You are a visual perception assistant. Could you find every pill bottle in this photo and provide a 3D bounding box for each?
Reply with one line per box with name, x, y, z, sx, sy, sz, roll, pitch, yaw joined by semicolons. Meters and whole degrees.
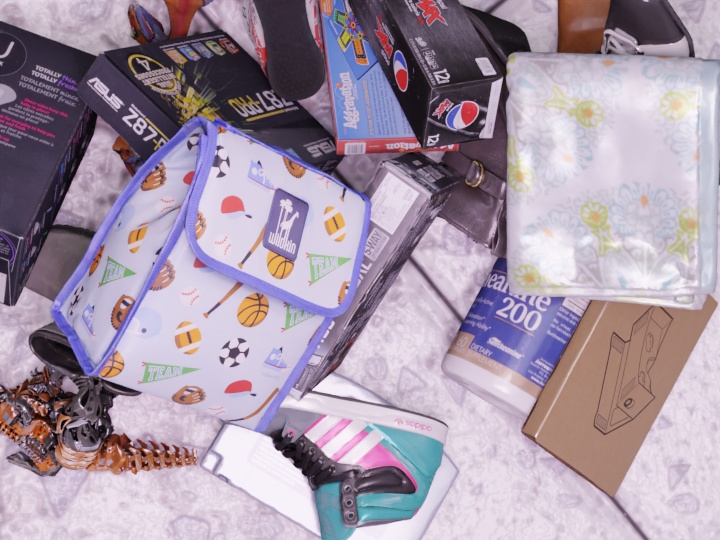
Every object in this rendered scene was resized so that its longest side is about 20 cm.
pill bottle;0.161;0.025;1.401;0.111;0.111;0.201;29;83;-2

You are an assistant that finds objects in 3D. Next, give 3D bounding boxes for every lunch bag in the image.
lunch bag;-0.101;0.000;1.202;0.170;0.124;0.201;25;103;-39

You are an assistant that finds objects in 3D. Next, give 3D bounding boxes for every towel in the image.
towel;0.199;-0.071;1.290;0.170;0.048;0.201;3;106;15

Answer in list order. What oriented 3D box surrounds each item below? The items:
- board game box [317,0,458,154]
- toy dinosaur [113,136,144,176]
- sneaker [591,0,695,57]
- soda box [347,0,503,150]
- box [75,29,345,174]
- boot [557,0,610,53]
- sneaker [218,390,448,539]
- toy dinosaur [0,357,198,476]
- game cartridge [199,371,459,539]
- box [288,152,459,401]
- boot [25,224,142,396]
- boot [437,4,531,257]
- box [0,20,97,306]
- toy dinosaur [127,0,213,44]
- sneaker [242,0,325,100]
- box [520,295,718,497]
board game box;0.021;-0.176;1.394;0.102;0.020;0.201;-1;49;-6
toy dinosaur;-0.153;-0.030;1.387;0.181;0.105;0.201;31;94;17
sneaker;0.219;-0.153;1.323;0.088;0.200;0.074;-37;52;-11
soda box;0.050;-0.193;1.349;0.063;0.071;0.201;-10;49;-15
box;-0.118;-0.122;1.339;0.161;0.200;0.049;46;116;9
boot;0.257;-0.178;1.465;0.187;0.069;0.201;9;77;3
sneaker;-0.032;0.169;1.356;0.199;0.084;0.121;11;75;-5
toy dinosaur;-0.237;0.120;1.379;0.199;0.102;0.136;13;109;-17
game cartridge;-0.022;0.164;1.412;0.199;0.040;0.134;32;87;-2
box;0.000;0.000;1.336;0.050;0.158;0.201;34;103;5
boot;-0.231;0.030;1.330;0.199;0.131;0.068;19;121;20
boot;0.095;-0.127;1.416;0.069;0.200;0.175;11;116;-39
box;-0.300;-0.092;1.332;0.122;0.106;0.201;20;54;-3
toy dinosaur;-0.158;-0.252;1.360;0.104;0.200;0.182;20;114;3
sneaker;-0.073;-0.253;1.370;0.067;0.108;0.202;-12;125;-9
box;0.226;0.081;1.394;0.021;0.163;0.201;23;80;41
